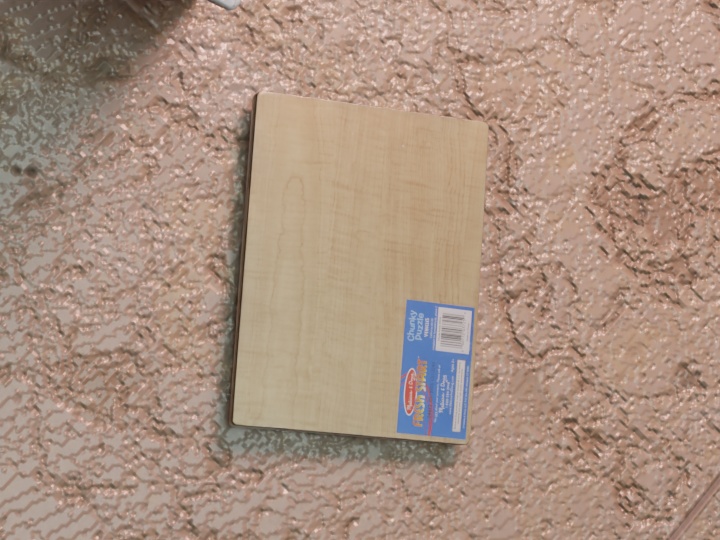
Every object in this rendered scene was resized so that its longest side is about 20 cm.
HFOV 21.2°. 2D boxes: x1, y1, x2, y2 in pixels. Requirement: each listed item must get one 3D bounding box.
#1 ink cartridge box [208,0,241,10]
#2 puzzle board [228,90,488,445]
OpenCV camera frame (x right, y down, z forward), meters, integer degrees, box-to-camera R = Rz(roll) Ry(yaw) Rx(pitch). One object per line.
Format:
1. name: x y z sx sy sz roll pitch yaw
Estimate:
1. ink cartridge box: -0.108 -0.243 1.044 0.146 0.200 0.146 26 97 -13
2. puzzle board: 0.000 0.000 1.162 0.150 0.017 0.201 6 82 -18
